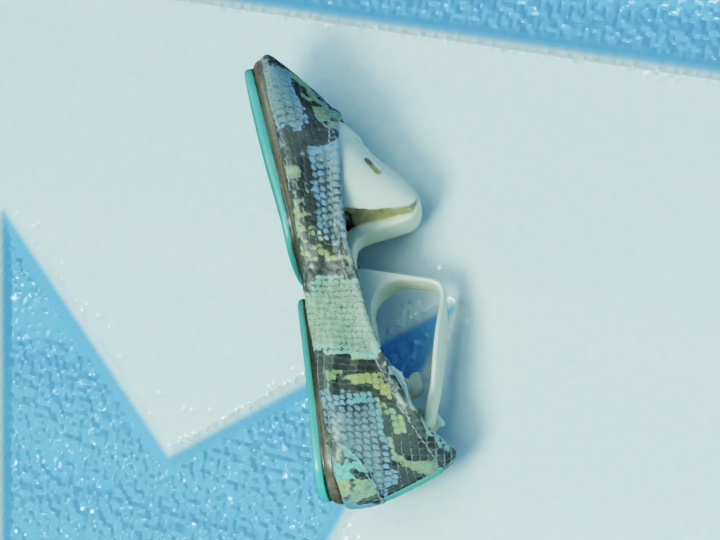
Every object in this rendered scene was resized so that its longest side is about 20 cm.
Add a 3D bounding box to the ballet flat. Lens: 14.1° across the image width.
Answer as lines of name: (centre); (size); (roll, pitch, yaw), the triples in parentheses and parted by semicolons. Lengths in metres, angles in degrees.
ballet flat: (0.000, 0.000, 1.215); (0.074, 0.074, 0.201); (-19, 72, 26)
